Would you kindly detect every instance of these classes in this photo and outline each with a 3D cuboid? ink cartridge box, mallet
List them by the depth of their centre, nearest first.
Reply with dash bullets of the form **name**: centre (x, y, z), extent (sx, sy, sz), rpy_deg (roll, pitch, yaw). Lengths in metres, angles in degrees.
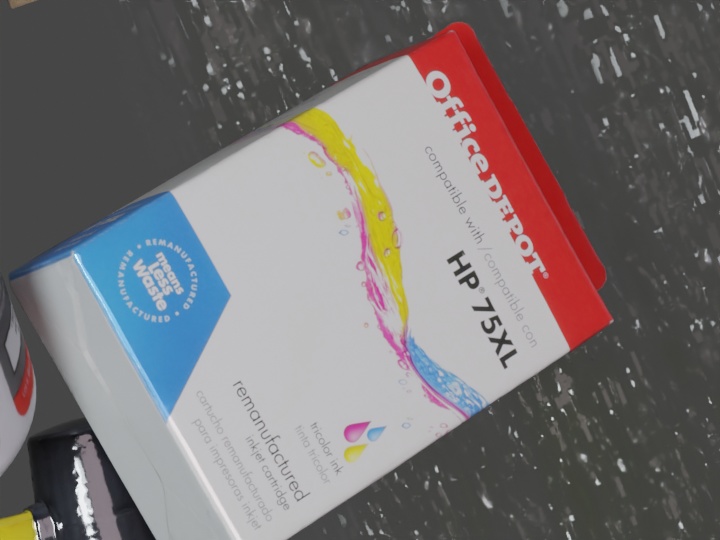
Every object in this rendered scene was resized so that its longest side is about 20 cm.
- **mallet**: centre (-0.155, 0.086, 0.887), extent (0.200, 0.041, 0.066), rpy_deg (-4, 86, -29)
- **ink cartridge box**: centre (0.000, 0.000, 0.919), extent (0.200, 0.067, 0.116), rpy_deg (-32, 96, -26)

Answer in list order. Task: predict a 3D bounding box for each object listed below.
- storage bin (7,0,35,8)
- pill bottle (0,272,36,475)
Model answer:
- **storage bin**: centre (-0.057, -0.214, 0.915), extent (0.198, 0.094, 0.200), rpy_deg (-21, 93, -14)
- **pill bottle**: centre (-0.176, -0.021, 0.824), extent (0.116, 0.116, 0.200), rpy_deg (-24, 128, -14)
